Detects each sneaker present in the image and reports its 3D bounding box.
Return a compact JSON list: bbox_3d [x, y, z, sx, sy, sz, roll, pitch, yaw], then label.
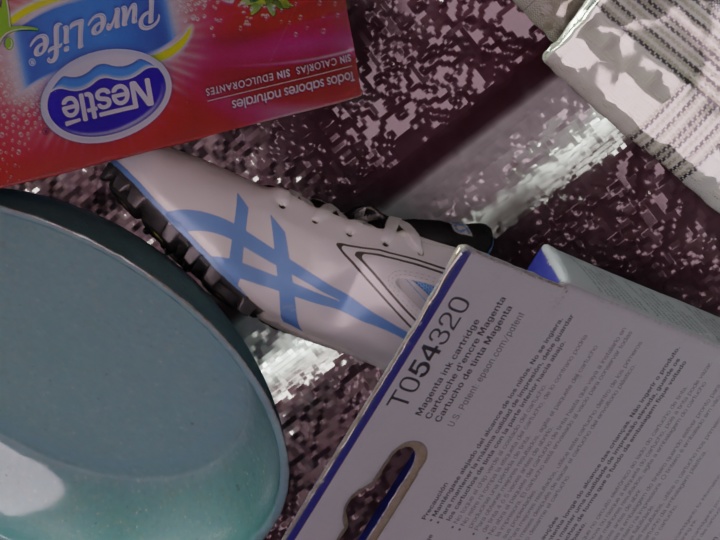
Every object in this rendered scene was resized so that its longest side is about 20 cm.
[{"bbox_3d":[0.000,0.000,0.848,0.199,0.072,0.073,28,89,-13],"label":"sneaker"}]

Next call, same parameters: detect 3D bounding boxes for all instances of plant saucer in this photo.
[{"bbox_3d":[-0.114,0.035,0.859,0.199,0.036,0.200,14,138,13],"label":"plant saucer"}]

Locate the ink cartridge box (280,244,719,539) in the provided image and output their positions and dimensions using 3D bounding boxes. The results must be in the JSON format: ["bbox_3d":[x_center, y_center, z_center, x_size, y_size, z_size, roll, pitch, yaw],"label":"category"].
[{"bbox_3d":[0.054,0.092,0.829,0.199,0.043,0.197,22,108,-33],"label":"ink cartridge box"}]

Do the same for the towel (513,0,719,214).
[{"bbox_3d":[0.176,-0.103,0.825,0.200,0.035,0.193,42,105,-1],"label":"towel"}]

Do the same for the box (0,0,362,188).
[{"bbox_3d":[-0.111,-0.083,0.786,0.199,0.100,0.096,-17,103,-33],"label":"box"}]
